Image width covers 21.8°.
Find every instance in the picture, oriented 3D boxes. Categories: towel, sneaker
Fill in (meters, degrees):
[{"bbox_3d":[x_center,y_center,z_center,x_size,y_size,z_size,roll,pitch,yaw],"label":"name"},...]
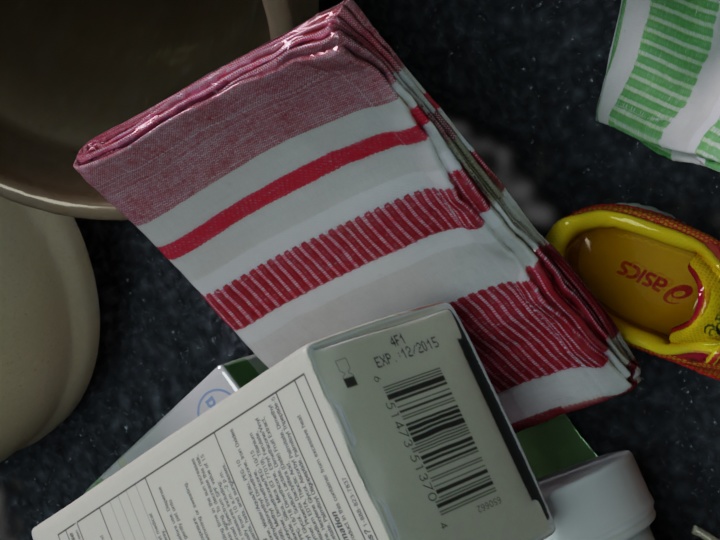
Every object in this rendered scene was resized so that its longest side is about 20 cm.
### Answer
[{"bbox_3d":[0.000,0.000,0.731,0.144,0.023,0.200,-24,119,35],"label":"towel"},{"bbox_3d":[0.163,0.025,0.734,0.199,0.077,0.073,14,101,18],"label":"sneaker"},{"bbox_3d":[0.140,-0.107,0.681,0.023,0.200,0.154,8,101,-15],"label":"towel"}]

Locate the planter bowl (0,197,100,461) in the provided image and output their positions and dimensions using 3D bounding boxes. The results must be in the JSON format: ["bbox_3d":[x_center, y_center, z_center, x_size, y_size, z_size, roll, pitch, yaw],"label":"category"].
[{"bbox_3d":[-0.238,0.026,0.854,0.199,0.135,0.201,13,121,23],"label":"planter bowl"}]

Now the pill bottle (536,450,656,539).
[{"bbox_3d":[0.110,0.180,0.754,0.112,0.113,0.201,-23,87,25],"label":"pill bottle"}]

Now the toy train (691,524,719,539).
[{"bbox_3d":[0.238,0.116,0.717,0.200,0.085,0.116,38,94,23],"label":"toy train"}]

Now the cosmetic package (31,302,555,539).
[{"bbox_3d":[-0.032,0.103,0.742,0.200,0.087,0.104,-33,78,42],"label":"cosmetic package"}]

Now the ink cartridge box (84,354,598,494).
[{"bbox_3d":[-0.012,0.095,0.839,0.200,0.048,0.146,-43,78,24],"label":"ink cartridge box"}]

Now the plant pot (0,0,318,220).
[{"bbox_3d":[-0.101,-0.149,0.766,0.199,0.175,0.201,9,132,9],"label":"plant pot"}]
